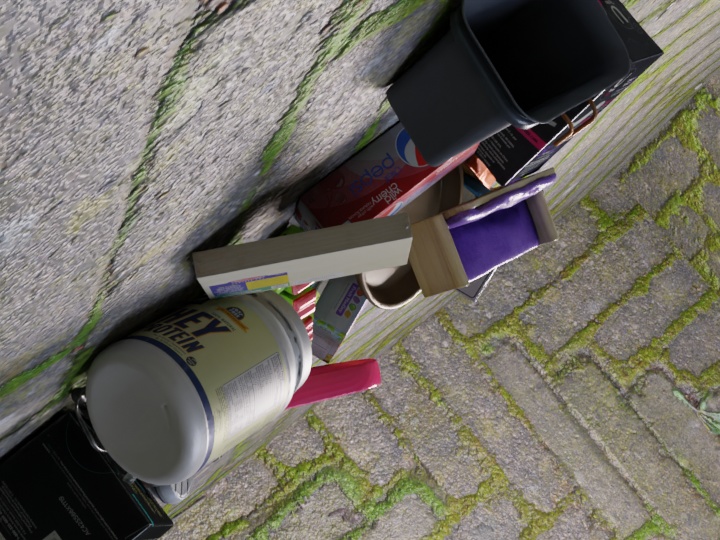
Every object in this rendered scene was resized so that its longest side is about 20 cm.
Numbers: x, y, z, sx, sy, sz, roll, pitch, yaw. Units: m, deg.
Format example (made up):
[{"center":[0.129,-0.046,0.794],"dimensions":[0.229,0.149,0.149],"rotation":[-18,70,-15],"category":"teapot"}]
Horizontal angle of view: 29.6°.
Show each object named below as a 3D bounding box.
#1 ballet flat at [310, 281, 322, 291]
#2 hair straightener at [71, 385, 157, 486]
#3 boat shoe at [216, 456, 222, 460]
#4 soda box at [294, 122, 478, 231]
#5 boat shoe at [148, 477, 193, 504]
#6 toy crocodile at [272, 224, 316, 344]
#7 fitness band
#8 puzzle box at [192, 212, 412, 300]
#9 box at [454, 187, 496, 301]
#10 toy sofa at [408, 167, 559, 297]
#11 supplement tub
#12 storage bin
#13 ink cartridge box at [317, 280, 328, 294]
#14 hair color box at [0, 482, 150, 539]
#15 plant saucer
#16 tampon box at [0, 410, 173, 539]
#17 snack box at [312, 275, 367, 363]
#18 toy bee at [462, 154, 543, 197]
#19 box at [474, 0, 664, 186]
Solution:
[{"center":[-0.071,0.012,1.539],"dimensions":[0.075,0.068,0.200],"rotation":[-52,-179,-43],"category":"ballet flat"},{"center":[-0.237,0.174,1.383],"dimensions":[0.041,0.077,0.200],"rotation":[-29,145,-2],"category":"hair straightener"},{"center":[-0.177,0.172,1.636],"dimensions":[0.060,0.073,0.202],"rotation":[-2,-161,-8],"category":"boat shoe"},{"center":[0.030,-0.096,1.373],"dimensions":[0.200,0.064,0.070],"rotation":[-37,172,-14],"category":"soda box"},{"center":[-0.237,0.212,1.580],"dimensions":[0.066,0.074,0.200],"rotation":[-22,-157,5],"category":"boat shoe"},{"center":[-0.074,0.035,1.447],"dimensions":[0.067,0.062,0.201],"rotation":[-35,141,-40],"category":"toy crocodile"},{"center":[-0.072,0.136,1.551],"dimensions":[0.199,0.038,0.143],"rotation":[-12,-179,-29],"category":"fitness band"},{"center":[-0.052,-0.011,1.269],"dimensions":[0.198,0.026,0.133],"rotation":[-10,171,-3],"category":"puzzle box"},{"center":[0.125,-0.052,1.697],"dimensions":[0.060,0.116,0.200],"rotation":[-60,180,27],"category":"box"},{"center":[0.145,-0.044,1.500],"dimensions":[0.097,0.083,0.199],"rotation":[-17,-176,42],"category":"toy sofa"},{"center":[-0.153,0.105,1.335],"dimensions":[0.200,0.145,0.145],"rotation":[-31,169,-50],"category":"supplement tub"},{"center":[0.129,-0.168,1.213],"dimensions":[0.134,0.146,0.200],"rotation":[-32,180,44],"category":"storage bin"},{"center":[0.033,-0.020,1.821],"dimensions":[0.116,0.068,0.200],"rotation":[-44,171,31],"category":"ink cartridge box"},{"center":[-0.332,0.271,1.607],"dimensions":[0.200,0.100,0.061],"rotation":[-35,170,-34],"category":"hair color box"},{"center":[0.049,-0.055,1.498],"dimensions":[0.200,0.029,0.201],"rotation":[-36,138,-42],"category":"plant saucer"},{"center":[-0.301,0.253,1.455],"dimensions":[0.126,0.150,0.200],"rotation":[-38,172,-8],"category":"tampon box"},{"center":[0.000,0.000,1.595],"dimensions":[0.201,0.053,0.142],"rotation":[-60,-179,-19],"category":"snack box"},{"center":[0.133,-0.123,1.641],"dimensions":[0.131,0.108,0.201],"rotation":[-43,145,-18],"category":"toy bee"},{"center":[0.206,-0.200,1.464],"dimensions":[0.200,0.106,0.122],"rotation":[-43,171,30],"category":"box"}]
